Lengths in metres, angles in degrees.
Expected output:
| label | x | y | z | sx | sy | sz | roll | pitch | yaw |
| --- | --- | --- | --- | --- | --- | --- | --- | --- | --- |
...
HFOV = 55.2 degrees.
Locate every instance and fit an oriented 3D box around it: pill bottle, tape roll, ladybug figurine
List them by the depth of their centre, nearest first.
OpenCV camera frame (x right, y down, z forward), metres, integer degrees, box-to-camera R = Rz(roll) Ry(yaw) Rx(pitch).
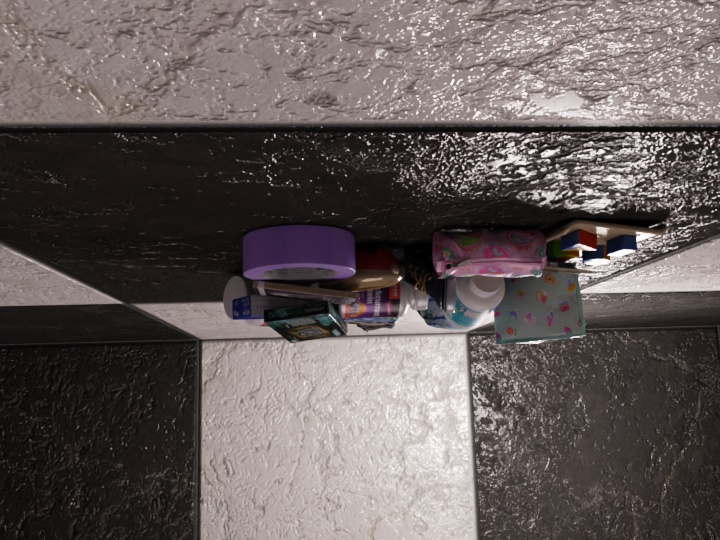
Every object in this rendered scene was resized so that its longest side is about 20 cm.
| label | x | y | z | sx | sy | sz | roll | pitch | yaw |
| --- | --- | --- | --- | --- | --- | --- | --- | --- | --- |
| tape roll | -0.106 | -0.025 | 1.199 | 0.194 | 0.067 | 0.200 | -3 | 171 | 0 |
| ladybug figurine | 0.000 | 0.000 | 1.323 | 0.197 | 0.074 | 0.134 | -10 | 173 | 42 |
| pill bottle | 0.044 | 0.045 | 1.486 | 0.194 | 0.115 | 0.111 | -1 | 170 | -7 |
| pill bottle | 0.248 | 0.048 | 1.500 | 0.108 | 0.114 | 0.201 | -1 | 158 | -7 |
| pill bottle | -0.205 | 0.069 | 1.563 | 0.114 | 0.119 | 0.197 | -11 | 167 | 43 |

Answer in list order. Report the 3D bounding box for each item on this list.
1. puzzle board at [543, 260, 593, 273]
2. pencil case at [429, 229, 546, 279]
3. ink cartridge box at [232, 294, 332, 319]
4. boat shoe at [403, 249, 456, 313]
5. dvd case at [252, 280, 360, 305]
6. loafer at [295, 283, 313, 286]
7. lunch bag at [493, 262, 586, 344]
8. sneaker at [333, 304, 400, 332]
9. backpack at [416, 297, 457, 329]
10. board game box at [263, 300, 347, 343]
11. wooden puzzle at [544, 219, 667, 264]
| label | x | y | z | sx | sy | sz | roll | pitch | yaw |
| --- | --- | --- | --- | --- | --- | --- | --- | --- | --- |
| puzzle board | 0.324 | -0.017 | 1.323 | 0.197 | 0.018 | 0.149 | 12 | -173 | 43 |
| pencil case | 0.219 | -0.027 | 1.187 | 0.194 | 0.090 | 0.087 | -1 | 170 | -6 |
| ink cartridge box | -0.163 | 0.077 | 1.457 | 0.196 | 0.045 | 0.093 | 2 | 171 | -35 |
| boat shoe | 0.125 | 0.020 | 1.272 | 0.088 | 0.073 | 0.201 | 0 | -156 | -1 |
| dvd case | -0.104 | 0.044 | 1.311 | 0.195 | 0.016 | 0.149 | 6 | 172 | -5 |
| loafer | -0.132 | 0.013 | 1.425 | 0.069 | 0.072 | 0.199 | -11 | 179 | -32 |
| lunch bag | 0.402 | 0.075 | 1.551 | 0.196 | 0.175 | 0.121 | -9 | 174 | 28 |
| sneaker | -0.007 | 0.105 | 1.559 | 0.194 | 0.072 | 0.084 | 5 | 141 | -3 |
| backpack | 0.235 | 0.089 | 1.754 | 0.159 | 0.157 | 0.201 | 7 | 156 | -12 |
| board game box | -0.108 | 0.109 | 1.420 | 0.132 | 0.029 | 0.200 | -9 | 162 | 7 |
| wooden puzzle | 0.412 | -0.045 | 1.233 | 0.195 | 0.048 | 0.185 | 0 | 170 | -13 |
